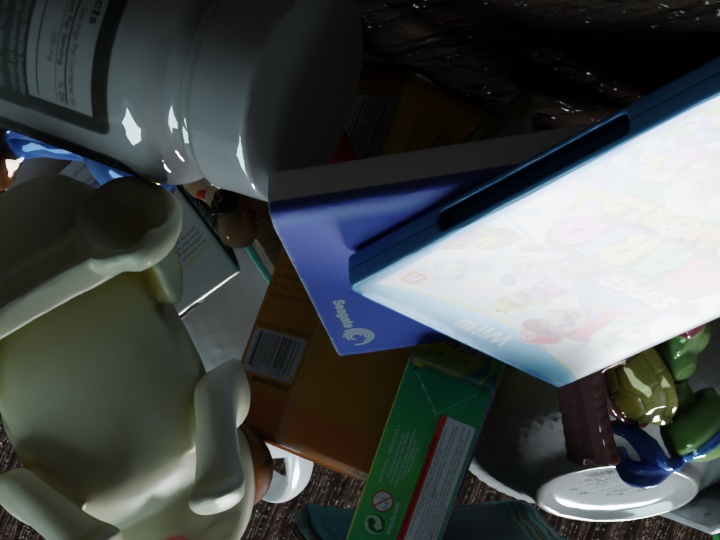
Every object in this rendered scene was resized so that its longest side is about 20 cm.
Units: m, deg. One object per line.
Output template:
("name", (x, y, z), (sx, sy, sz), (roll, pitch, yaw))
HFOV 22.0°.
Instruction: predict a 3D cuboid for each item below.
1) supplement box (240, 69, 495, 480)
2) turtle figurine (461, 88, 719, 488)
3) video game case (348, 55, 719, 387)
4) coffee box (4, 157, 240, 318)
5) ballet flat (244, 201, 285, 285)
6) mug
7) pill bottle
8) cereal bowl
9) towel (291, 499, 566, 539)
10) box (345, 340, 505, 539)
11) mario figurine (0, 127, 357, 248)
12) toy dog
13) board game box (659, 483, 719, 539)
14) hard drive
("supplement box", (0.000, 0.000, 0.963), (0.066, 0.202, 0.069), (26, 174, -34))
("turtle figurine", (0.141, -0.017, 0.912), (0.194, 0.200, 0.144), (42, -164, -6))
("video game case", (0.113, -0.013, 0.750), (0.199, 0.018, 0.142), (-28, 143, 36))
("coffee box", (-0.159, -0.068, 1.037), (0.201, 0.079, 0.113), (54, -179, -20))
("ballet flat", (-0.058, -0.061, 1.008), (0.201, 0.072, 0.068), (53, -172, 3))
("mug", (-0.081, 0.064, 1.218), (0.175, 0.147, 0.202), (26, 136, 41))
("pill bottle", (-0.105, -0.105, 0.815), (0.198, 0.115, 0.114), (20, 175, 25))
("cereal bowl", (0.143, 0.090, 1.062), (0.197, 0.084, 0.201), (0, 154, 0))
("towel", (0.054, 0.153, 0.965), (0.145, 0.022, 0.200), (1, -173, -14))
("box", (0.037, 0.086, 0.937), (0.048, 0.119, 0.200), (19, -170, 3))
("mario figurine", (-0.099, -0.047, 0.918), (0.197, 0.107, 0.124), (5, -155, 4))
("toy dog", (-0.122, 0.068, 0.868), (0.194, 0.139, 0.201), (34, 153, 60))
("board game box", (0.267, 0.108, 1.147), (0.026, 0.199, 0.200), (63, 170, -6))
("hard drive", (0.073, -0.014, 0.790), (0.198, 0.026, 0.132), (-8, 150, 10))
